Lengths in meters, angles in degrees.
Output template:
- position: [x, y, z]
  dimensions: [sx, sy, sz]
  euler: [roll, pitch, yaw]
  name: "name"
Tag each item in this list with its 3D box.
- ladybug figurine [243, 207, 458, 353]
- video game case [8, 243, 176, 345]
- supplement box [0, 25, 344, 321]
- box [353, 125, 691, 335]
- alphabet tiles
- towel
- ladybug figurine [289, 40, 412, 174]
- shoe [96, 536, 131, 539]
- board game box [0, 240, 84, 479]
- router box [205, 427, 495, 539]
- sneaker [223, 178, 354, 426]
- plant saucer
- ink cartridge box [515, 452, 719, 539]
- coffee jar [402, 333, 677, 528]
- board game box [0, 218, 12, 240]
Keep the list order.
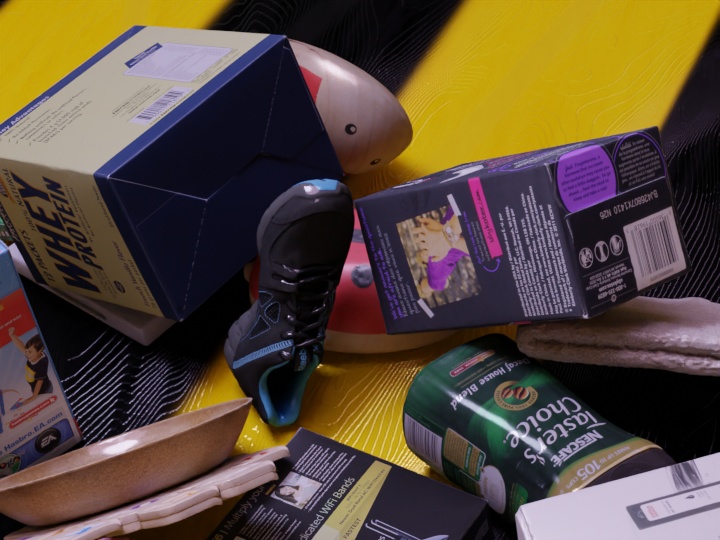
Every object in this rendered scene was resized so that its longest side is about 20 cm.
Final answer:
- position: [0.000, 0.000, 1.279]
  dimensions: [0.198, 0.072, 0.136]
  euler: [1, 43, 15]
  name: "ladybug figurine"
- position: [-0.175, -0.035, 1.398]
  dimensions: [0.181, 0.024, 0.200]
  euler: [25, 53, 35]
  name: "video game case"
- position: [-0.163, -0.085, 1.300]
  dimensions: [0.199, 0.135, 0.200]
  euler: [12, 45, 45]
  name: "supplement box"
- position: [0.110, -0.025, 1.137]
  dimensions: [0.122, 0.107, 0.199]
  euler: [-19, 8, -38]
  name: "box"
- position: [-0.149, 0.158, 1.084]
  dimensions: [0.199, 0.015, 0.195]
  euler: [-18, 1, 45]
  name: "alphabet tiles"
- position: [0.209, 0.043, 1.151]
  dimensions: [0.198, 0.035, 0.133]
  euler: [5, 9, 7]
  name: "towel"
- position: [-0.042, -0.134, 1.393]
  dimensions: [0.199, 0.136, 0.072]
  euler: [22, 71, 49]
  name: "ladybug figurine"
- position: [-0.212, 0.249, 1.023]
  dimensions: [0.071, 0.091, 0.200]
  euler: [43, 52, -2]
  name: "shoe"
- position: [-0.316, 0.095, 1.156]
  dimensions: [0.199, 0.197, 0.056]
  euler: [-33, 45, -23]
  name: "board game box"
- position: [-0.029, 0.209, 1.066]
  dimensions: [0.156, 0.052, 0.200]
  euler: [19, 50, 31]
  name: "router box"
- position: [-0.041, 0.024, 1.182]
  dimensions: [0.073, 0.201, 0.082]
  euler: [-2, 41, -24]
  name: "sneaker"
- position: [-0.164, 0.136, 1.127]
  dimensions: [0.199, 0.036, 0.200]
  euler: [-18, 0, 0]
  name: "plant saucer"
- position: [0.202, 0.188, 0.964]
  dimensions: [0.199, 0.147, 0.085]
  euler: [-15, 43, -2]
  name: "ink cartridge box"
- position: [0.125, 0.128, 1.092]
  dimensions: [0.104, 0.086, 0.200]
  euler: [-25, 42, -29]
  name: "coffee jar"
- position: [-0.335, -0.069, 1.458]
  dimensions: [0.199, 0.024, 0.105]
  euler: [4, 44, 29]
  name: "board game box"
